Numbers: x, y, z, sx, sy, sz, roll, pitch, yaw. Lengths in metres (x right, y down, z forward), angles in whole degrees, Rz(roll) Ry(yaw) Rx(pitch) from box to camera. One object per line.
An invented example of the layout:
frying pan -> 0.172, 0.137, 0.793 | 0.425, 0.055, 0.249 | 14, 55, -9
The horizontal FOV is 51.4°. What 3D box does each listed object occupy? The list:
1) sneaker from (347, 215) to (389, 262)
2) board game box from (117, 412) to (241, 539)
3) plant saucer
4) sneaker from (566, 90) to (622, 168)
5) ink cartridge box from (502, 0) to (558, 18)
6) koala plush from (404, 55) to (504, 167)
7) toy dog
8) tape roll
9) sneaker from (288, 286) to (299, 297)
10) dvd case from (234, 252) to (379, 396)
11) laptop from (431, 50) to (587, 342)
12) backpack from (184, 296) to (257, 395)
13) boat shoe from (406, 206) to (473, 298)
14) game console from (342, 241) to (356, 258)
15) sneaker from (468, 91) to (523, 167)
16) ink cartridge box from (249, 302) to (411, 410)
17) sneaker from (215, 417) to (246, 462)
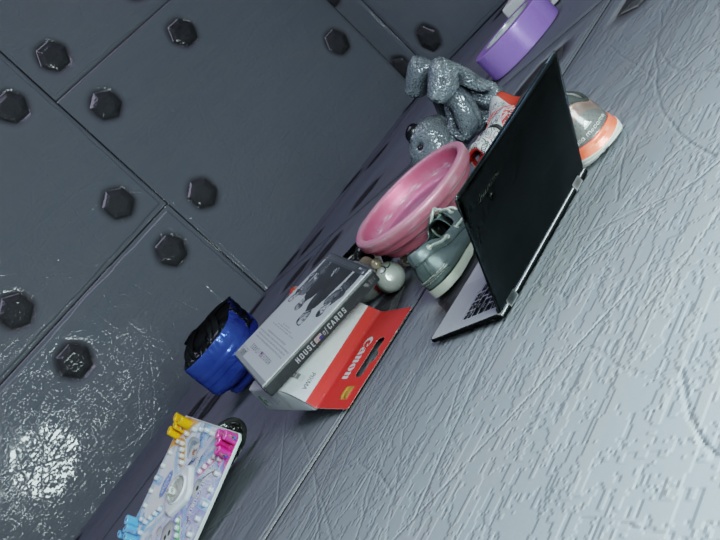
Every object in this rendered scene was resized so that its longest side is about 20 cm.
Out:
sneaker -> 0.028, -0.046, 1.299 | 0.090, 0.066, 0.202 | -36, 19, 45
board game box -> -0.261, 0.310, 1.060 | 0.198, 0.026, 0.204 | -3, 58, 54
plant saucer -> 0.079, -0.090, 1.030 | 0.200, 0.051, 0.201 | -41, 16, 15
sneaker -> 0.211, -0.165, 0.795 | 0.077, 0.082, 0.200 | -48, 9, 6
ink cartridge box -> 0.445, -0.683, 1.776 | 0.199, 0.084, 0.146 | -40, 13, 47
koala plush -> 0.150, -0.242, 1.298 | 0.177, 0.180, 0.205 | -132, 62, -70
toy dog -> 0.000, 0.000, 1.128 | 0.199, 0.096, 0.133 | -39, 13, 50
tape roll -> 0.348, -0.523, 1.670 | 0.201, 0.065, 0.200 | -49, 9, 10
sneaker -> -0.096, 0.116, 1.213 | 0.074, 0.075, 0.203 | -92, 18, -49
dvd case -> -0.075, 0.064, 0.991 | 0.200, 0.025, 0.150 | -47, 23, -9
laptop -> 0.121, -0.058, 0.694 | 0.189, 0.116, 0.199 | -53, 9, -27
backpack -> -0.285, 0.173, 1.618 | 0.164, 0.167, 0.200 | -50, 13, 6
boat shoe -> 0.111, -0.053, 0.898 | 0.073, 0.061, 0.201 | -43, 11, 46
game console -> 0.030, -0.062, 1.486 | 0.177, 0.031, 0.200 | -46, 9, -4
sneaker -> 0.190, -0.189, 1.055 | 0.108, 0.067, 0.202 | -46, 12, 6
ink cartridge box -> -0.043, 0.101, 0.956 | 0.198, 0.050, 0.162 | -17, 33, 55
sneaker -> -0.252, 0.306, 1.172 | 0.202, 0.066, 0.090 | -52, 11, 0
